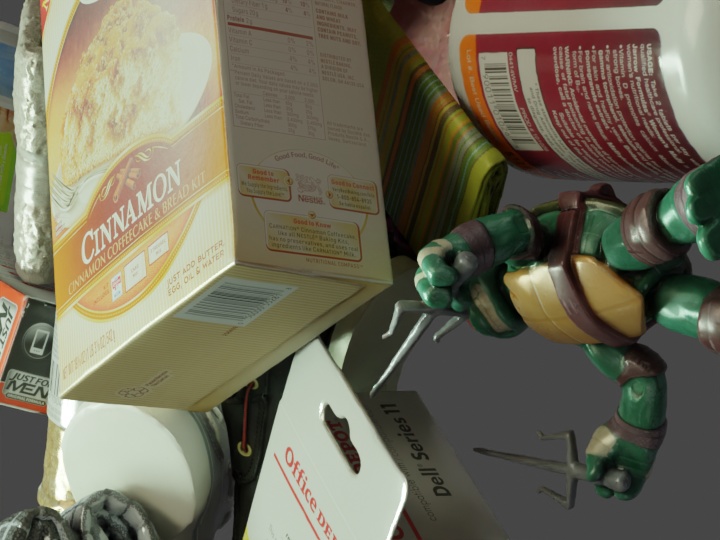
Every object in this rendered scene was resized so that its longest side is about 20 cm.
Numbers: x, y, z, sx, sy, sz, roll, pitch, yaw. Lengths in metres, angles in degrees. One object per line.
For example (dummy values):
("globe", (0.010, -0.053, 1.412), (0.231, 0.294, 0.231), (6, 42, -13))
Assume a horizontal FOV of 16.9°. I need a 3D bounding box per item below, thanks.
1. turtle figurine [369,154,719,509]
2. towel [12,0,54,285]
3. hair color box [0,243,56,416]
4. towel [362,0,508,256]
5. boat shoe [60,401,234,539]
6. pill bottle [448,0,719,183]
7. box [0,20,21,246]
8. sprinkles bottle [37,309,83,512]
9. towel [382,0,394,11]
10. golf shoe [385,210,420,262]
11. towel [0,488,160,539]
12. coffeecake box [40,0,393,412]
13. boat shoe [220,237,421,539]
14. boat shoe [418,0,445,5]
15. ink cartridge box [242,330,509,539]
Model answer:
("turtle figurine", (0.086, 0.014, 0.926), (0.200, 0.150, 0.101), (-16, 48, 49))
("towel", (-0.168, -0.092, 1.309), (0.200, 0.034, 0.133), (-96, 8, -65))
("hair color box", (-0.190, 0.027, 1.319), (0.200, 0.101, 0.061), (23, 95, 55))
("towel", (0.001, -0.089, 1.023), (0.200, 0.018, 0.086), (56, 151, 28))
("boat shoe", (-0.086, 0.091, 1.115), (0.072, 0.200, 0.069), (24, 62, 16))
("pill bottle", (0.133, -0.087, 0.923), (0.200, 0.110, 0.110), (6, 80, 54))
("box", (-0.275, -0.055, 1.461), (0.101, 0.112, 0.200), (-11, 67, 52))
("sprinkles bottle", (-0.119, 0.025, 1.199), (0.068, 0.068, 0.200), (28, 114, 55))
("towel", (-0.044, -0.192, 1.106), (0.200, 0.036, 0.148), (45, 133, 27))
("golf shoe", (0.000, 0.000, 1.115), (0.200, 0.073, 0.092), (15, 116, 53))
("towel", (-0.132, 0.213, 1.096), (0.166, 0.086, 0.200), (-38, 67, 59))
("coffeecake box", (-0.065, -0.063, 0.986), (0.154, 0.073, 0.200), (-36, 53, 51))
("boat shoe", (-0.025, 0.062, 1.063), (0.063, 0.074, 0.201), (33, 131, 23))
("boat shoe", (0.037, -0.157, 1.116), (0.199, 0.074, 0.066), (41, 111, 53))
("ink cartridge box", (0.002, 0.130, 0.992), (0.117, 0.067, 0.200), (-122, 39, -47))
